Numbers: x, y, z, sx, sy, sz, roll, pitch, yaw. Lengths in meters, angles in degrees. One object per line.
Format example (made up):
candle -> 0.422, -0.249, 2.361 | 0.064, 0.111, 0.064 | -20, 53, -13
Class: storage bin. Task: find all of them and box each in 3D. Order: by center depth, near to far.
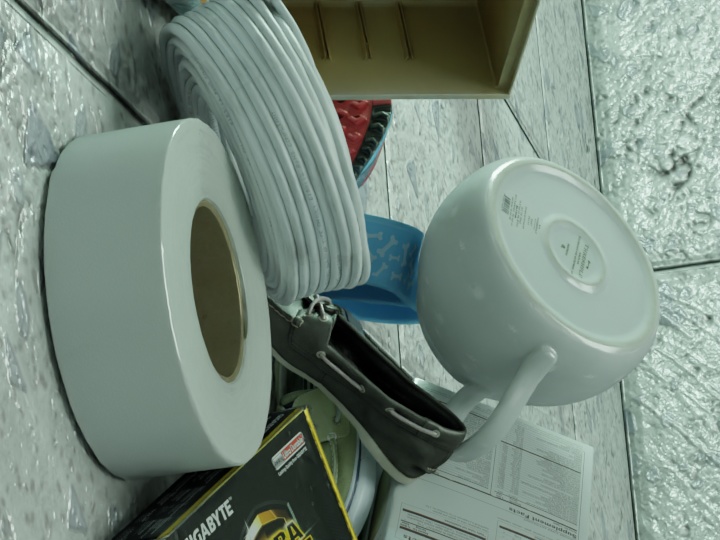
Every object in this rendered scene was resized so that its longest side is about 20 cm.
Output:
storage bin -> 0.019, -0.215, 1.636 | 0.199, 0.199, 0.094 | 105, -20, -53

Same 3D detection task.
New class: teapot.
teapot -> 0.110, 0.027, 1.741 | 0.200, 0.146, 0.198 | -7, 63, -49

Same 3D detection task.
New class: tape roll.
tape roll -> -0.112, 0.017, 1.364 | 0.202, 0.071, 0.203 | -9, 90, -78

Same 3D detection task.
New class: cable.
cable -> -0.059, -0.076, 1.495 | 0.200, 0.069, 0.200 | 87, -22, -55

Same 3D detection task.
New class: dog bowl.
dog bowl -> 0.000, 0.000, 1.792 | 0.200, 0.111, 0.050 | 39, 58, -72

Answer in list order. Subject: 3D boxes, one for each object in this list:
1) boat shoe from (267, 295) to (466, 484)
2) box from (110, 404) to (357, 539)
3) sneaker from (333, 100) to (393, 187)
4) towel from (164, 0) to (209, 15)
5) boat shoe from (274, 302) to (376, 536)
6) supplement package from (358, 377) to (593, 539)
boat shoe -> -0.007, 0.059, 1.638 | 0.200, 0.057, 0.067 | 47, 24, -12
box -> -0.062, 0.190, 1.392 | 0.200, 0.049, 0.160 | -39, 113, -61
sneaker -> -0.003, -0.125, 1.908 | 0.096, 0.079, 0.200 | 71, 17, -46
towel -> -0.119, -0.266, 1.560 | 0.171, 0.048, 0.201 | 37, 47, -71
boat shoe -> -0.035, 0.107, 1.692 | 0.062, 0.072, 0.200 | 34, 41, -40
supplement package -> 0.068, 0.213, 1.729 | 0.200, 0.150, 0.152 | -77, -169, -57
